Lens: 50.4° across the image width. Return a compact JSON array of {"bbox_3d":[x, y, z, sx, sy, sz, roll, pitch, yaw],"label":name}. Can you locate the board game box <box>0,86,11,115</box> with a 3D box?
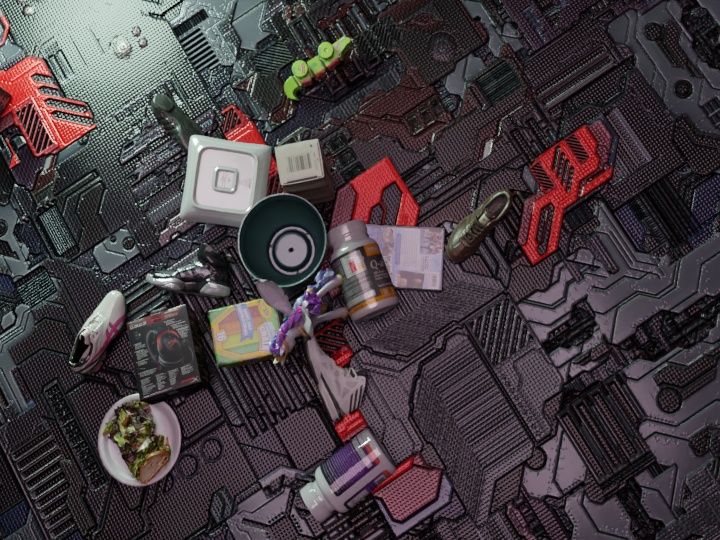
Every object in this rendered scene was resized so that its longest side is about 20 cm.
[{"bbox_3d":[-0.957,-0.442,1.806,0.157,0.200,0.099,28,85,8],"label":"board game box"}]

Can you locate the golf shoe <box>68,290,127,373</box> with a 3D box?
[{"bbox_3d":[-0.597,0.140,1.745,0.071,0.092,0.204,22,83,9],"label":"golf shoe"}]

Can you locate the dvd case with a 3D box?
[{"bbox_3d":[0.094,-0.031,1.748,0.194,0.018,0.147,3,81,6],"label":"dvd case"}]

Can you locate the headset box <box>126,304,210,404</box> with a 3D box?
[{"bbox_3d":[-0.434,0.179,1.724,0.145,0.075,0.205,-17,73,1],"label":"headset box"}]

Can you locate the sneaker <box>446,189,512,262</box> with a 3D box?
[{"bbox_3d":[0.264,-0.107,1.716,0.070,0.076,0.201,40,86,9],"label":"sneaker"}]

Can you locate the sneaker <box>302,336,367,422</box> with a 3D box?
[{"bbox_3d":[-0.052,0.220,1.696,0.113,0.076,0.205,-22,98,-9],"label":"sneaker"}]

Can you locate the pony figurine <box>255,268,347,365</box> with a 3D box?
[{"bbox_3d":[-0.118,0.084,1.591,0.165,0.196,0.199,32,55,32],"label":"pony figurine"}]

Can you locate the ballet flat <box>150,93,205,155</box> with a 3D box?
[{"bbox_3d":[-0.427,-0.337,1.830,0.066,0.057,0.201,-37,86,-24],"label":"ballet flat"}]

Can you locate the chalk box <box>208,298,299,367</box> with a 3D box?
[{"bbox_3d":[-0.220,0.134,1.697,0.194,0.124,0.128,-14,81,3],"label":"chalk box"}]

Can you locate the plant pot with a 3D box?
[{"bbox_3d":[-0.164,-0.055,1.715,0.194,0.134,0.207,-1,81,5],"label":"plant pot"}]

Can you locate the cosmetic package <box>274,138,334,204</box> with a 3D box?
[{"bbox_3d":[-0.120,-0.213,1.702,0.100,0.200,0.090,-11,82,4],"label":"cosmetic package"}]

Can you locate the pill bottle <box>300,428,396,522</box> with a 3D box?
[{"bbox_3d":[-0.029,0.443,1.642,0.198,0.111,0.112,-38,80,-2],"label":"pill bottle"}]

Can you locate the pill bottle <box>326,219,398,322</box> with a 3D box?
[{"bbox_3d":[0.000,0.000,1.685,0.114,0.116,0.205,-21,81,1],"label":"pill bottle"}]

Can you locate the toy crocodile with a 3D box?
[{"bbox_3d":[-0.099,-0.480,1.807,0.198,0.068,0.062,-35,86,1],"label":"toy crocodile"}]

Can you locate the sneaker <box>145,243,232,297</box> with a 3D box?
[{"bbox_3d":[-0.389,-0.005,1.760,0.194,0.076,0.117,7,81,0],"label":"sneaker"}]

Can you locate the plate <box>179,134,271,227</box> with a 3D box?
[{"bbox_3d":[-0.313,-0.208,1.785,0.194,0.032,0.206,7,83,-6],"label":"plate"}]

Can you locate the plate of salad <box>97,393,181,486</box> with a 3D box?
[{"bbox_3d":[-0.501,0.381,1.724,0.194,0.048,0.207,-1,82,5],"label":"plate of salad"}]
